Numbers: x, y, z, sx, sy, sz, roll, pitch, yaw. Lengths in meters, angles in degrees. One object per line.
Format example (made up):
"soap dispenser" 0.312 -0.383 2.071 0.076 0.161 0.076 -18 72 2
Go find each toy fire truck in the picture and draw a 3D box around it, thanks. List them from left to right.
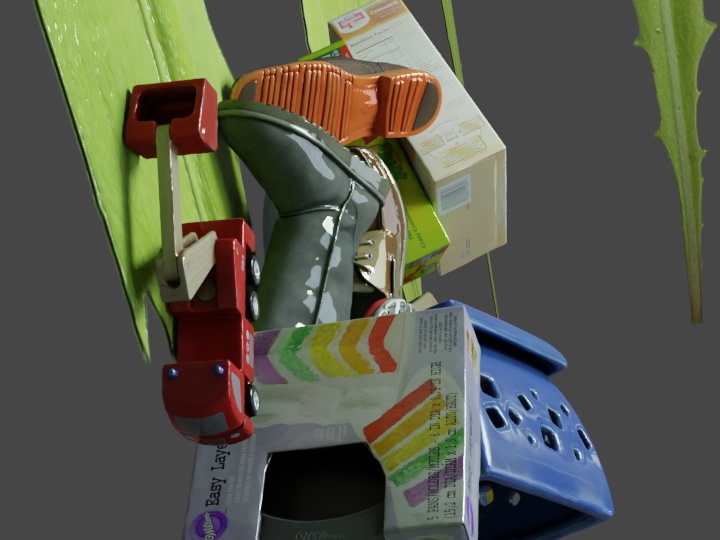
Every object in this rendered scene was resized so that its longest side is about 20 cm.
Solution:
"toy fire truck" -0.103 -0.002 1.003 0.141 0.049 0.200 60 27 -66

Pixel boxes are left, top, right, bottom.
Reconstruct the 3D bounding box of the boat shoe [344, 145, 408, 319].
"boat shoe" 0.000 0.000 1.303 0.074 0.076 0.200 -45 129 -73

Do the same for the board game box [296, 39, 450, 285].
"board game box" 0.006 -0.090 1.401 0.200 0.048 0.102 63 -11 9

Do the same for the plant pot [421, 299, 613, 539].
"plant pot" 0.078 0.145 1.408 0.200 0.200 0.180 22 50 -46

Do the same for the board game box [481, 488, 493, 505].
"board game box" 0.072 0.142 1.552 0.039 0.200 0.158 9 110 -62

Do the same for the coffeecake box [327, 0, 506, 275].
"coffeecake box" 0.051 -0.122 1.439 0.200 0.073 0.154 59 -11 30

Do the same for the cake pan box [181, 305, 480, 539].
"cake pan box" -0.016 0.117 1.049 0.200 0.184 0.052 -84 161 -46

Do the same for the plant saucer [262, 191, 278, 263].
"plant saucer" -0.050 -0.019 1.348 0.201 0.039 0.201 -6 90 -80

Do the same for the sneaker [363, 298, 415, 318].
"sneaker" -0.015 0.112 1.263 0.077 0.085 0.200 17 92 -49

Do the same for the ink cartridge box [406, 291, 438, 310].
"ink cartridge box" 0.086 0.131 1.745 0.200 0.075 0.165 60 11 1

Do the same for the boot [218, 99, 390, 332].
"boot" -0.061 -0.005 1.192 0.182 0.073 0.200 30 72 -33

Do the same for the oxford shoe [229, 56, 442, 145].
"oxford shoe" -0.031 -0.138 1.292 0.200 0.073 0.071 -2 112 -40
